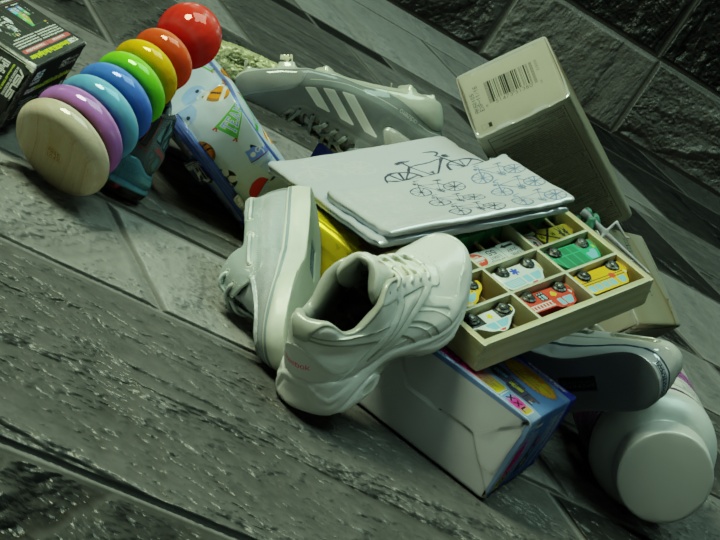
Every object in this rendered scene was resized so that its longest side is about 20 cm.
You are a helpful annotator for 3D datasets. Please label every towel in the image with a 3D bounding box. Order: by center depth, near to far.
[{"bbox_3d":[-0.059,-0.166,1.949,0.199,0.037,0.148,24,2,-15],"label":"towel"}]

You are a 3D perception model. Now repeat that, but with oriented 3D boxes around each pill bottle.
[{"bbox_3d":[0.249,0.143,1.799,0.112,0.113,0.200,32,14,-10],"label":"pill bottle"}]

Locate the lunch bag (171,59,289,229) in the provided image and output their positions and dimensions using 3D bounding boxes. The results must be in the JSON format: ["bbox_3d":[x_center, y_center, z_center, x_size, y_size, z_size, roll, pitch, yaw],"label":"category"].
[{"bbox_3d":[-0.127,-0.118,1.836,0.161,0.075,0.200,56,-2,-40],"label":"lunch bag"}]

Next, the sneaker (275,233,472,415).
[{"bbox_3d":[0.018,0.020,1.504,0.078,0.100,0.200,27,46,25],"label":"sneaker"}]

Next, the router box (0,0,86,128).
[{"bbox_3d":[-0.318,-0.192,1.677,0.149,0.062,0.200,33,12,-3],"label":"router box"}]

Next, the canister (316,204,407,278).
[{"bbox_3d":[0.000,0.000,1.761,0.148,0.087,0.200,38,15,15],"label":"canister"}]

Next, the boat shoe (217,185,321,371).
[{"bbox_3d":[-0.072,0.008,1.590,0.071,0.070,0.201,-7,37,9],"label":"boat shoe"}]

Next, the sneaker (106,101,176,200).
[{"bbox_3d":[-0.191,-0.134,1.745,0.079,0.096,0.200,28,15,-27],"label":"sneaker"}]

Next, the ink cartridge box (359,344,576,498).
[{"bbox_3d":[0.088,0.098,1.652,0.136,0.077,0.200,37,12,12],"label":"ink cartridge box"}]

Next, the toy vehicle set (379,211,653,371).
[{"bbox_3d":[0.123,0.007,1.643,0.199,0.027,0.124,-19,47,-39],"label":"toy vehicle set"}]

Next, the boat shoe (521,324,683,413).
[{"bbox_3d":[0.184,0.077,1.764,0.201,0.075,0.086,-4,15,37],"label":"boat shoe"}]

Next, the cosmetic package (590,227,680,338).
[{"bbox_3d":[0.233,0.021,1.947,0.104,0.073,0.200,67,18,9],"label":"cosmetic package"}]

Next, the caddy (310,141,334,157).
[{"bbox_3d":[0.016,-0.068,1.987,0.141,0.105,0.200,27,15,-23],"label":"caddy"}]

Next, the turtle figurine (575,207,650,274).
[{"bbox_3d":[0.154,-0.008,1.785,0.199,0.101,0.150,28,18,-5],"label":"turtle figurine"}]

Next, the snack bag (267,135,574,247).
[{"bbox_3d":[0.048,-0.073,1.721,0.188,0.022,0.200,-12,26,-27],"label":"snack bag"}]

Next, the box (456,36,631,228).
[{"bbox_3d":[0.168,-0.109,1.870,0.200,0.095,0.078,55,14,-52],"label":"box"}]

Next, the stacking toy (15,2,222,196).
[{"bbox_3d":[-0.178,-0.148,1.622,0.085,0.086,0.200,36,54,8],"label":"stacking toy"}]

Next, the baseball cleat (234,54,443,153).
[{"bbox_3d":[-0.017,-0.127,1.842,0.199,0.107,0.070,7,-11,-18],"label":"baseball cleat"}]
